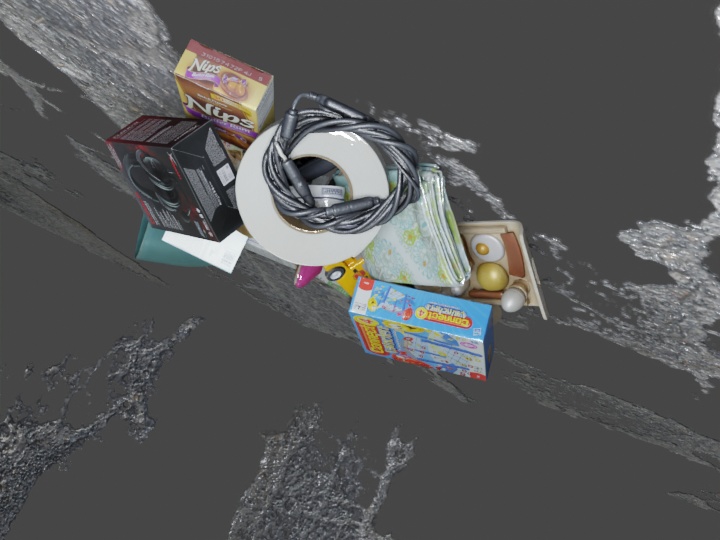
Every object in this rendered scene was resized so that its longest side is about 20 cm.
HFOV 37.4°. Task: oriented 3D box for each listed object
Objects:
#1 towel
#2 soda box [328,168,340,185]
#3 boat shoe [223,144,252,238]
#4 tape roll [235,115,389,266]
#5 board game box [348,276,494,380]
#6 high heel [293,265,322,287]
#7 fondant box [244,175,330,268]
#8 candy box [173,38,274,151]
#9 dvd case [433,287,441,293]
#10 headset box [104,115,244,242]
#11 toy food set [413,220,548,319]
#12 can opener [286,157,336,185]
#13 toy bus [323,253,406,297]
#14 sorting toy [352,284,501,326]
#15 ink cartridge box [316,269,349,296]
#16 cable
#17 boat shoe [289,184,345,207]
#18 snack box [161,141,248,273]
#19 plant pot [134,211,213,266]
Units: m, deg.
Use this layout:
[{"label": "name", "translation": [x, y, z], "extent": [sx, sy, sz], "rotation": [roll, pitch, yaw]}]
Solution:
[{"label": "towel", "translation": [0.054, -0.061, 1.447], "extent": [0.200, 0.048, 0.172], "rotation": [5, 119, 51]}, {"label": "soda box", "translation": [0.037, -0.076, 1.598], "extent": [0.200, 0.063, 0.071], "rotation": [25, 168, -6]}, {"label": "boat shoe", "translation": [-0.183, -0.138, 1.513], "extent": [0.074, 0.069, 0.200], "rotation": [26, 152, 40]}, {"label": "tape roll", "translation": [-0.061, -0.103, 1.383], "extent": [0.202, 0.203, 0.037], "rotation": [26, -160, -5]}, {"label": "board game box", "translation": [0.094, 0.088, 1.562], "extent": [0.195, 0.056, 0.200], "rotation": [12, 160, 13]}, {"label": "high heel", "translation": [-0.032, -0.028, 1.663], "extent": [0.096, 0.200, 0.067], "rotation": [29, 132, 1]}, {"label": "fondant box", "translation": [-0.162, -0.109, 1.659], "extent": [0.200, 0.145, 0.058], "rotation": [23, 169, 10]}, {"label": "candy box", "translation": [-0.176, -0.224, 1.413], "extent": [0.116, 0.057, 0.200], "rotation": [25, 167, 2]}, {"label": "dvd case", "translation": [0.119, 0.005, 1.689], "extent": [0.150, 0.025, 0.200], "rotation": [25, -167, -6]}, {"label": "headset box", "translation": [-0.252, -0.129, 1.455], "extent": [0.200, 0.077, 0.149], "rotation": [12, 134, 47]}, {"label": "toy food set", "translation": [0.159, 0.006, 1.500], "extent": [0.200, 0.060, 0.144], "rotation": [0, 126, 34]}, {"label": "can opener", "translation": [-0.073, -0.151, 1.495], "extent": [0.078, 0.064, 0.200], "rotation": [23, 170, -27]}, {"label": "toy bus", "translation": [0.000, 0.000, 1.613], "extent": [0.200, 0.078, 0.065], "rotation": [47, -168, -53]}, {"label": "sorting toy", "translation": [0.113, 0.057, 1.736], "extent": [0.200, 0.185, 0.037], "rotation": [32, 132, 16]}, {"label": "ink cartridge box", "translation": [-0.077, -0.050, 1.837], "extent": [0.200, 0.084, 0.146], "rotation": [31, 167, -1]}, {"label": "cable", "translation": [-0.021, -0.120, 1.326], "extent": [0.200, 0.163, 0.051], "rotation": [25, -162, -7]}, {"label": "boat shoe", "translation": [-0.076, -0.085, 1.511], "extent": [0.072, 0.066, 0.200], "rotation": [2, -179, -29]}, {"label": "snack box", "translation": [-0.202, -0.110, 1.595], "extent": [0.116, 0.200, 0.037], "rotation": [26, 179, -5]}, {"label": "plant pot", "translation": [-0.295, -0.098, 1.881], "extent": [0.161, 0.201, 0.201], "rotation": [14, 171, -15]}]
